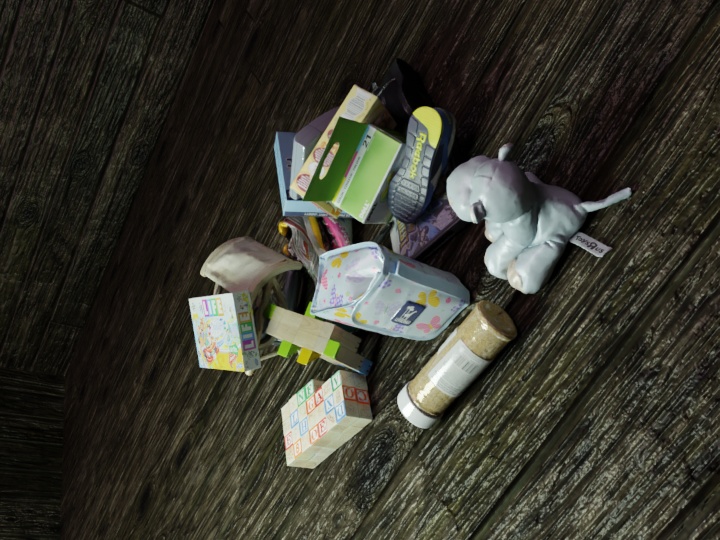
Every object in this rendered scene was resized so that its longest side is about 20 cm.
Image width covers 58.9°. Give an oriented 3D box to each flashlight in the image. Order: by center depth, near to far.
[{"bbox_3d":[-0.152,0.061,1.372,0.067,0.068,0.202,-3,68,30],"label":"flashlight"}]

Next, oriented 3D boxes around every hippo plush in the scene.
[{"bbox_3d":[0.188,-0.063,0.802,0.200,0.159,0.161,25,97,58],"label":"hippo plush"}]

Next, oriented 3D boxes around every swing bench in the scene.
[{"bbox_3d":[-0.211,0.058,1.227,0.198,0.129,0.203,24,122,49],"label":"swing bench"}]

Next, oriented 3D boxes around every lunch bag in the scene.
[{"bbox_3d":[0.042,0.035,0.974,0.199,0.168,0.129,-14,63,53],"label":"lunch bag"}]

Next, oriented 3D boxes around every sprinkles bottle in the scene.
[{"bbox_3d":[0.131,0.133,0.887,0.201,0.068,0.069,-54,37,28],"label":"sprinkles bottle"}]

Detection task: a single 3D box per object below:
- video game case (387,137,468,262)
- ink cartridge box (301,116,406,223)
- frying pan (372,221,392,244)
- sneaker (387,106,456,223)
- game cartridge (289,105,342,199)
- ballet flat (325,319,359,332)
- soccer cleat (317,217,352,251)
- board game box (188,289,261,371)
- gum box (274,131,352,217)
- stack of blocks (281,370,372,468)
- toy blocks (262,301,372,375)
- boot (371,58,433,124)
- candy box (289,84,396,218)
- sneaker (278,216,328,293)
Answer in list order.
[{"bbox_3d":[0.108,-0.121,1.081,0.181,0.025,0.202,-42,43,40],"label":"video game case"},{"bbox_3d":[0.008,-0.156,1.033,0.075,0.199,0.149,34,109,20],"label":"ink cartridge box"},{"bbox_3d":[-0.011,0.001,1.134,0.114,0.031,0.191,0,56,51],"label":"frying pan"},{"bbox_3d":[0.104,-0.166,1.025,0.074,0.082,0.202,33,125,21],"label":"sneaker"},{"bbox_3d":[-0.047,-0.219,1.127,0.041,0.199,0.134,31,136,25],"label":"game cartridge"},{"bbox_3d":[-0.049,0.092,1.205,0.199,0.076,0.064,-17,31,49],"label":"ballet flat"},{"bbox_3d":[-0.041,-0.097,1.265,0.201,0.086,0.070,61,157,23],"label":"soccer cleat"},{"bbox_3d":[-0.250,0.110,1.160,0.199,0.034,0.136,-9,90,54],"label":"board game box"},{"bbox_3d":[-0.077,-0.191,1.263,0.045,0.168,0.202,110,155,-48],"label":"gum box"},{"bbox_3d":[-0.065,0.257,1.142,0.200,0.058,0.116,-46,41,36],"label":"stack of blocks"},{"bbox_3d":[-0.065,0.124,1.108,0.199,0.136,0.101,13,76,42],"label":"toy blocks"},{"bbox_3d":[0.053,-0.286,1.199,0.163,0.073,0.200,-50,36,33],"label":"boot"},{"bbox_3d":[-0.026,-0.197,1.083,0.055,0.115,0.201,35,93,23],"label":"candy box"},{"bbox_3d":[-0.105,-0.019,1.225,0.078,0.081,0.202,106,148,-55],"label":"sneaker"}]
